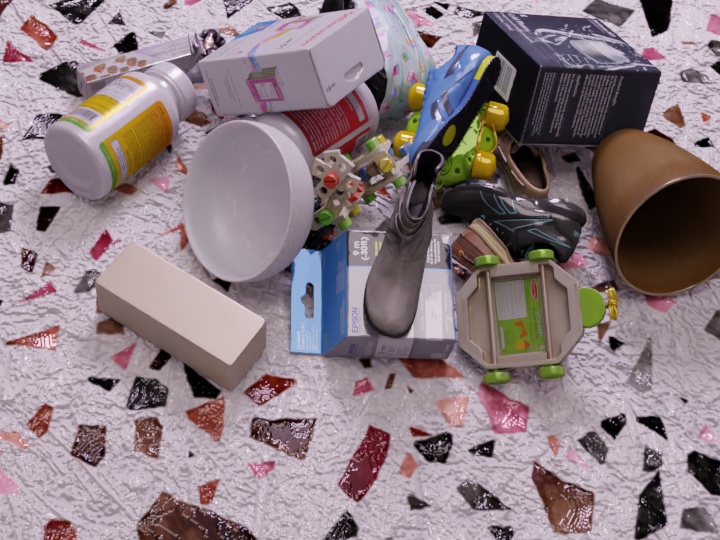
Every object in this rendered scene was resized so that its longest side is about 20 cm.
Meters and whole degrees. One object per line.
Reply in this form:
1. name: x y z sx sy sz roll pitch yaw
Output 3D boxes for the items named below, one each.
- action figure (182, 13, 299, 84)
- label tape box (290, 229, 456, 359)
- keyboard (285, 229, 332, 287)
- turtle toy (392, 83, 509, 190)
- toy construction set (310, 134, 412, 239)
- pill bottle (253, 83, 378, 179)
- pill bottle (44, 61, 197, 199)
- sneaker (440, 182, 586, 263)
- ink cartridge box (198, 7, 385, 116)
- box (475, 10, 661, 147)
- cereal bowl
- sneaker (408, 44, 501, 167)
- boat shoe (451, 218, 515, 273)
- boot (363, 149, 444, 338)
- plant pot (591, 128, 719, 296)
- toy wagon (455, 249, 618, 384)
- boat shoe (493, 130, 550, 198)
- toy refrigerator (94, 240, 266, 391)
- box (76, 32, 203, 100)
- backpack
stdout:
1. action figure: -0.166 -0.296 1.763 0.198 0.069 0.132 -22 88 -27
2. label tape box: 0.014 0.029 1.519 0.197 0.066 0.145 3 64 -7
3. keyboard: 0.000 0.000 1.581 0.199 0.040 0.104 31 52 14
4. turtle toy: 0.130 -0.198 1.716 0.144 0.101 0.202 15 70 7
5. toy construction set: -0.009 -0.110 1.588 0.093 0.130 0.200 62 28 1
6. pill bottle: -0.076 -0.182 1.670 0.112 0.113 0.199 38 54 21
7. pill bottle: -0.310 -0.192 1.635 0.110 0.112 0.200 32 52 17
8. sneaker: 0.197 -0.064 1.648 0.197 0.075 0.080 12 77 18
9. ink cartridge box: -0.089 -0.273 1.629 0.198 0.086 0.145 3 33 37
10. box: 0.284 -0.272 1.763 0.194 0.125 0.201 0 32 -22
11. cereal bowl: -0.128 -0.085 1.543 0.083 0.201 0.201 -1 44 -49
12. sneaker: 0.108 -0.216 1.640 0.078 0.066 0.201 25 71 23
13. boat shoe: 0.188 0.027 1.584 0.067 0.072 0.201 -39 70 2
14. boot: 0.051 -0.034 1.445 0.067 0.131 0.202 13 62 1
15. plant pot: 0.390 -0.100 1.667 0.184 0.188 0.201 -4 36 -14
16. toy wagon: 0.216 0.055 1.512 0.197 0.040 0.157 -6 77 13
17. boat shoe: 0.229 -0.164 1.744 0.070 0.065 0.202 -5 52 -14
18. toy refrigerator: -0.214 0.055 1.477 0.198 0.070 0.076 29 58 14
19. box: -0.306 -0.289 1.765 0.198 0.042 0.039 -21 57 -25
20. backpack: 0.016 -0.309 1.771 0.125 0.168 0.201 -15 60 -28
